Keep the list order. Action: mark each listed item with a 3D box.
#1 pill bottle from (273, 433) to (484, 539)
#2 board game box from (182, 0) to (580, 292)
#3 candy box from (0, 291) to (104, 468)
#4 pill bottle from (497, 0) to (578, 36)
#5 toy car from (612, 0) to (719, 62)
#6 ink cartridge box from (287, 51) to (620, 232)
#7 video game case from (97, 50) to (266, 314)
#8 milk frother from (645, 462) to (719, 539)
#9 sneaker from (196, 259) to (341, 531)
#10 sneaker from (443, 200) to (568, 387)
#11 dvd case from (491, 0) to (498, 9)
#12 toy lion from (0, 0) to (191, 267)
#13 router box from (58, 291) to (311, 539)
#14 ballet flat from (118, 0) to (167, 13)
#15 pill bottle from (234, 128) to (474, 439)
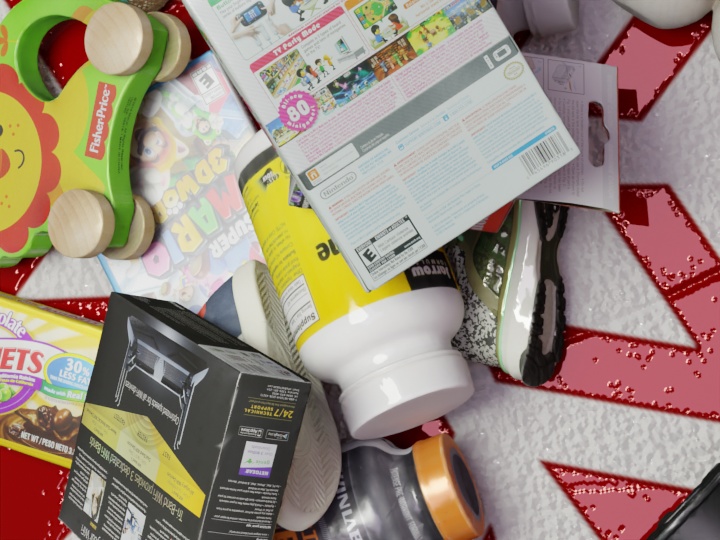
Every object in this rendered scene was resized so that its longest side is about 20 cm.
[{"bbox_3d":[-0.020,0.174,1.224,0.199,0.106,0.107,-23,84,12],"label":"pill bottle"},{"bbox_3d":[0.009,-0.113,1.063,0.147,0.064,0.201,-32,101,0],"label":"board game box"},{"bbox_3d":[-0.245,0.071,1.313,0.198,0.026,0.103,16,94,17],"label":"candy box"},{"bbox_3d":[0.038,-0.183,1.212,0.198,0.111,0.112,-6,88,14],"label":"pill bottle"},{"bbox_3d":[0.245,-0.217,1.141,0.199,0.150,0.176,33,97,12],"label":"toy car"},{"bbox_3d":[0.058,-0.084,1.156,0.198,0.050,0.110,7,64,-8],"label":"ink cartridge box"},{"bbox_3d":[-0.115,-0.030,1.294,0.142,0.018,0.201,-29,83,11],"label":"video game case"},{"bbox_3d":[0.276,0.187,1.105,0.188,0.200,0.181,44,95,10],"label":"milk frother"},{"bbox_3d":[-0.071,0.092,1.208,0.084,0.075,0.201,-35,43,25],"label":"sneaker"},{"bbox_3d":[0.085,-0.027,1.223,0.088,0.077,0.202,2,86,25],"label":"sneaker"},{"bbox_3d":[0.022,-0.239,1.142,0.147,0.016,0.202,10,87,-1],"label":"dvd case"},{"bbox_3d":[-0.225,-0.096,1.286,0.190,0.069,0.202,17,98,26],"label":"toy lion"},{"bbox_3d":[-0.114,0.114,1.158,0.200,0.052,0.159,26,103,57],"label":"router box"},{"bbox_3d":[-0.148,-0.278,1.281,0.070,0.065,0.202,2,89,14],"label":"ballet flat"},{"bbox_3d":[0.000,0.000,1.202,0.112,0.112,0.201,-25,73,12],"label":"pill bottle"}]
